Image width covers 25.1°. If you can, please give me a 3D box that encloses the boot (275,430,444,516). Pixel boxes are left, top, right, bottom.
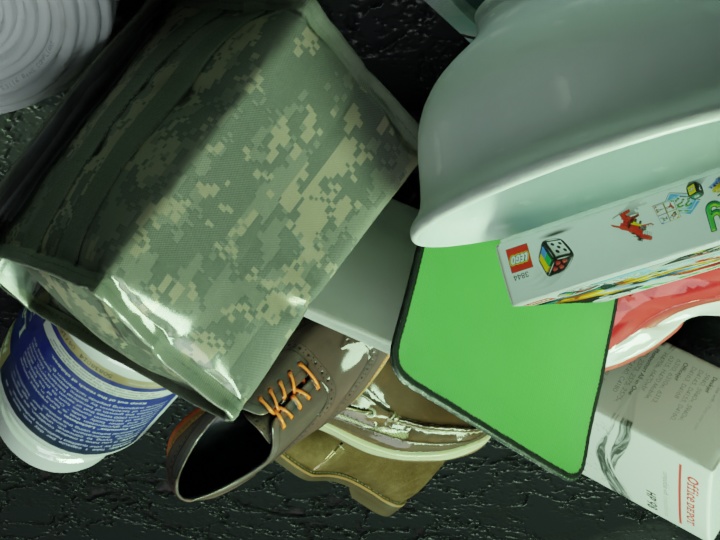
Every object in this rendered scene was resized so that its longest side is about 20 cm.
[{"bbox_3d":[-0.012,0.117,1.198,0.075,0.074,0.199,-37,138,22],"label":"boot"}]

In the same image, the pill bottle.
[{"bbox_3d":[-0.167,0.052,1.039,0.115,0.117,0.200,16,146,-20],"label":"pill bottle"}]

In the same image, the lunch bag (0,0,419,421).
[{"bbox_3d":[-0.092,-0.043,0.764,0.118,0.165,0.199,46,163,-32],"label":"lunch bag"}]

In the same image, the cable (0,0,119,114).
[{"bbox_3d":[-0.208,-0.150,0.751,0.197,0.070,0.201,5,149,-2],"label":"cable"}]

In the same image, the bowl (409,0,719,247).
[{"bbox_3d":[0.106,-0.081,0.697,0.199,0.091,0.201,-14,173,-2],"label":"bowl"}]

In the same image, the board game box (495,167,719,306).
[{"bbox_3d":[0.178,-0.026,0.763,0.198,0.035,0.126,-18,172,28],"label":"board game box"}]

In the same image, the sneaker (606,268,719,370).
[{"bbox_3d":[0.164,-0.013,0.955,0.198,0.079,0.116,-21,134,16],"label":"sneaker"}]

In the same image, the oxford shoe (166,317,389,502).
[{"bbox_3d":[-0.043,0.082,1.043,0.200,0.073,0.071,-43,99,6],"label":"oxford shoe"}]

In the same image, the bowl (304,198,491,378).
[{"bbox_3d":[0.000,0.000,0.901,0.198,0.075,0.200,22,176,16],"label":"bowl"}]

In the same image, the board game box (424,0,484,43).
[{"bbox_3d":[0.107,-0.170,0.710,0.199,0.044,0.199,-19,145,33],"label":"board game box"}]

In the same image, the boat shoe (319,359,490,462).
[{"bbox_3d":[0.003,0.079,1.112,0.200,0.075,0.075,10,143,-10],"label":"boat shoe"}]

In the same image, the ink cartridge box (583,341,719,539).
[{"bbox_3d":[0.190,0.101,1.042,0.199,0.067,0.116,27,157,25],"label":"ink cartridge box"}]

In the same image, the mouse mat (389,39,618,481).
[{"bbox_3d":[0.086,-0.010,0.832,0.007,0.202,0.160,-8,150,43],"label":"mouse mat"}]
